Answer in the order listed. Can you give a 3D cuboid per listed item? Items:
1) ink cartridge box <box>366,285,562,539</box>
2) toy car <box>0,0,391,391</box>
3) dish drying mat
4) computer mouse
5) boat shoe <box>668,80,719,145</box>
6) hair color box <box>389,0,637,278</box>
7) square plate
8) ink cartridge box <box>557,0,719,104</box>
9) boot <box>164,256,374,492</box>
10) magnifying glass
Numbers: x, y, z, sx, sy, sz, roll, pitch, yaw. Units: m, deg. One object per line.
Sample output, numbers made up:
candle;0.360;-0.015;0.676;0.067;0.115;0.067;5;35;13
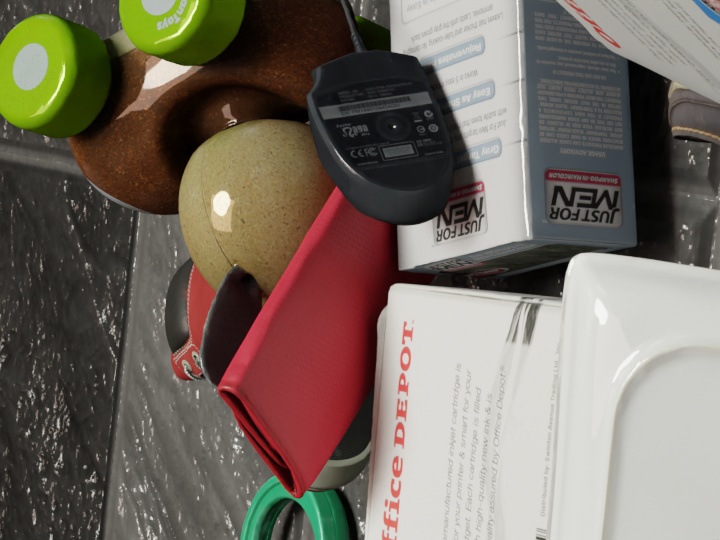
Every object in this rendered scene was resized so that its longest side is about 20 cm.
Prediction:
ink cartridge box;0.091;0.086;0.913;0.200;0.084;0.147;8;94;58
toy car;-0.057;-0.026;1.038;0.157;0.164;0.201;-25;67;30
dish drying mat;0.000;0.000;0.990;0.018;0.077;0.201;-2;45;39
computer mouse;-0.006;-0.097;0.983;0.034;0.058;0.201;104;154;-53
boat shoe;0.179;-0.032;0.813;0.200;0.074;0.074;23;105;57
hair color box;0.063;-0.103;0.976;0.099;0.060;0.201;-14;75;57
square plate;0.155;0.104;0.766;0.199;0.028;0.200;7;98;18
ink cartridge box;0.122;-0.116;0.743;0.084;0.146;0.200;-52;36;0
boot;-0.052;0.052;1.171;0.144;0.072;0.201;-52;38;42
magnifying glass;-0.050;0.202;1.183;0.080;0.022;0.201;37;114;51
